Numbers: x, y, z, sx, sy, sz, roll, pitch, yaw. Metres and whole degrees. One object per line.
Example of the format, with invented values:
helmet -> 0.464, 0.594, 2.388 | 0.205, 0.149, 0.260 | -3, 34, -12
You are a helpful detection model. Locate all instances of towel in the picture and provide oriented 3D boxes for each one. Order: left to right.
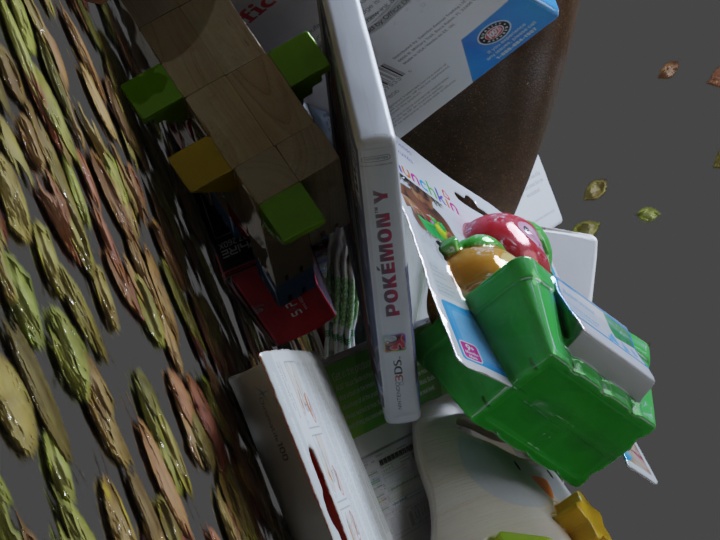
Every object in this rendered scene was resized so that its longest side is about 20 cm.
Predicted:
towel -> 0.000, 0.000, 1.508 | 0.149, 0.031, 0.201 | -76, 170, -56

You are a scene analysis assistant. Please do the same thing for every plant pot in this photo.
plant pot -> 0.060, -0.134, 1.575 | 0.187, 0.186, 0.201 | -90, -179, -82

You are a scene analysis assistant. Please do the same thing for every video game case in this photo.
video game case -> 0.002, -0.048, 1.254 | 0.200, 0.023, 0.183 | -103, -174, -53

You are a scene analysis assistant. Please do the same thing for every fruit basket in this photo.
fruit basket -> 0.091, 0.014, 1.316 | 0.185, 0.094, 0.200 | 35, 30, -40

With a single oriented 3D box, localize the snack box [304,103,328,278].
snack box -> -0.061, -0.080, 1.633 | 0.200, 0.067, 0.169 | 52, 16, -84

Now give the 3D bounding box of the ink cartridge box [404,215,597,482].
ink cartridge box -> 0.078, 0.069, 1.578 | 0.200, 0.144, 0.148 | 88, 10, -67

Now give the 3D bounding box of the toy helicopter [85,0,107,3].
toy helicopter -> -0.143, -0.228, 1.166 | 0.200, 0.079, 0.133 | 45, 47, -36

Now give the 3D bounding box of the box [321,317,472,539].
box -> 0.028, 0.137, 1.307 | 0.144, 0.036, 0.201 | -18, 92, -60

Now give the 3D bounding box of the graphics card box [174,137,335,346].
graphics card box -> -0.078, -0.067, 1.408 | 0.126, 0.051, 0.201 | 60, 7, -66

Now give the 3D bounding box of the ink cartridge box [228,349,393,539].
ink cartridge box -> -0.023, 0.120, 1.134 | 0.200, 0.047, 0.161 | 16, 52, -83

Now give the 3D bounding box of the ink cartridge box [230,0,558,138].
ink cartridge box -> -0.003, -0.174, 1.376 | 0.200, 0.144, 0.084 | 21, 42, -46

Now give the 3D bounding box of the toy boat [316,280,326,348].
toy boat -> 0.024, 0.072, 1.855 | 0.131, 0.130, 0.201 | 114, -35, -49

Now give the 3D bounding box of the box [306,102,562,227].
box -> 0.052, -0.099, 1.760 | 0.152, 0.106, 0.201 | -26, 95, -64

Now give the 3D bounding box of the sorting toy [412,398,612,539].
sorting toy -> 0.097, 0.158, 1.306 | 0.200, 0.107, 0.180 | 18, 41, -55

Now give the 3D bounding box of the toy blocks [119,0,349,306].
toy blocks -> -0.066, -0.073, 1.267 | 0.200, 0.100, 0.137 | 56, -11, 23
